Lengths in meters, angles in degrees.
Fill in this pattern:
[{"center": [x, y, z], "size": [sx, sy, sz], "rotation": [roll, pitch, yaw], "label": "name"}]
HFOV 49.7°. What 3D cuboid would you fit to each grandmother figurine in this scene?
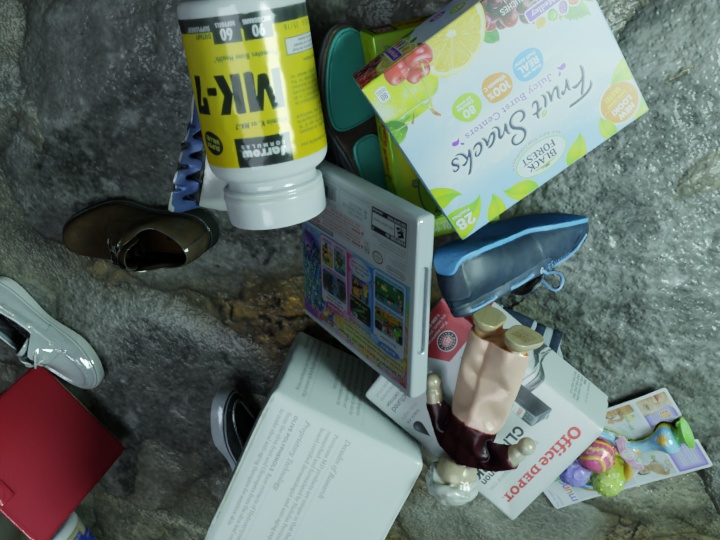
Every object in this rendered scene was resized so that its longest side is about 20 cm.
[{"center": [0.111, 0.141, 0.731], "size": [0.121, 0.060, 0.202], "rotation": [37, 121, 38], "label": "grandmother figurine"}]

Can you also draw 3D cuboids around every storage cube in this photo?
[{"center": [-0.471, 0.266, 1.060], "size": [0.170, 0.180, 0.200], "rotation": [-31, 105, 39], "label": "storage cube"}]

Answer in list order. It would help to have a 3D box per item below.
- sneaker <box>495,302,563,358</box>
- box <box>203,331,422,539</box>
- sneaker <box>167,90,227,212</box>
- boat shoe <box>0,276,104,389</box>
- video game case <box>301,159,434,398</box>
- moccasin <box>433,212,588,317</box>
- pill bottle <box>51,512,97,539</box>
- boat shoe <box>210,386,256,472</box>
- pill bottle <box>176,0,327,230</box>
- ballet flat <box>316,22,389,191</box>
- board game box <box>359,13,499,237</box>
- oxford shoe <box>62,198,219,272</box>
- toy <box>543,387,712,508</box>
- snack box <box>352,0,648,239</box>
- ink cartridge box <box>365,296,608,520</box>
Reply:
[{"center": [0.163, 0.137, 0.873], "size": [0.107, 0.070, 0.202], "rotation": [17, 119, 10], "label": "sneaker"}, {"center": [-0.045, 0.214, 0.870], "size": [0.170, 0.199, 0.201], "rotation": [24, 104, -3], "label": "box"}, {"center": [-0.124, -0.146, 0.808], "size": [0.114, 0.081, 0.201], "rotation": [13, 108, -17], "label": "sneaker"}, {"center": [-0.431, 0.093, 1.032], "size": [0.072, 0.069, 0.200], "rotation": [-33, 104, 29], "label": "boat shoe"}, {"center": [0.000, 0.000, 0.763], "size": [0.200, 0.024, 0.184], "rotation": [33, 131, 48], "label": "video game case"}, {"center": [0.142, -0.009, 0.737], "size": [0.080, 0.199, 0.069], "rotation": [11, 113, 54], "label": "moccasin"}, {"center": [-0.447, 0.489, 1.225], "size": [0.119, 0.120, 0.201], "rotation": [-20, 111, 25], "label": "pill bottle"}, {"center": [-0.137, 0.236, 1.016], "size": [0.067, 0.074, 0.201], "rotation": [0, 118, 22], "label": "boat shoe"}, {"center": [-0.091, -0.147, 0.708], "size": [0.113, 0.114, 0.202], "rotation": [-2, 112, 18], "label": "pill bottle"}, {"center": [-0.011, -0.145, 0.774], "size": [0.072, 0.073, 0.201], "rotation": [-6, 121, 20], "label": "ballet flat"}, {"center": [0.069, -0.135, 0.741], "size": [0.101, 0.048, 0.202], "rotation": [-15, 116, -7], "label": "board game box"}, {"center": [-0.272, -0.037, 0.904], "size": [0.198, 0.085, 0.073], "rotation": [-1, 120, 19], "label": "oxford shoe"}, {"center": [0.283, 0.220, 0.894], "size": [0.199, 0.047, 0.116], "rotation": [-29, 105, 28], "label": "toy"}, {"center": [0.121, -0.154, 0.675], "size": [0.199, 0.068, 0.169], "rotation": [-34, 115, 7], "label": "snack box"}, {"center": [0.129, 0.129, 0.795], "size": [0.200, 0.084, 0.145], "rotation": [39, 115, 6], "label": "ink cartridge box"}]
